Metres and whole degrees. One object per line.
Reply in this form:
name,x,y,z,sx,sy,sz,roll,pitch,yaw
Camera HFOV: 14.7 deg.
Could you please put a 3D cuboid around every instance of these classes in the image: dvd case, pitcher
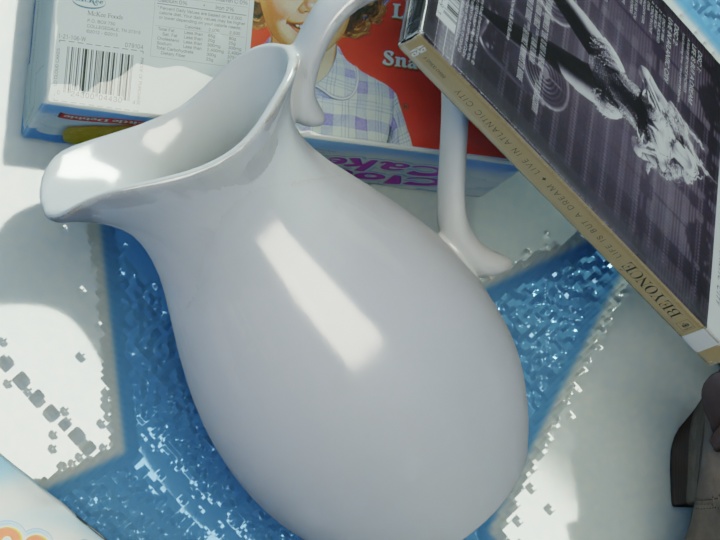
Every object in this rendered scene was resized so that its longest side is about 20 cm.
dvd case,0.089,-0.076,1.093,0.200,0.016,0.149,43,39,-30
pitcher,0.000,0.000,1.070,0.171,0.121,0.200,-36,113,-2

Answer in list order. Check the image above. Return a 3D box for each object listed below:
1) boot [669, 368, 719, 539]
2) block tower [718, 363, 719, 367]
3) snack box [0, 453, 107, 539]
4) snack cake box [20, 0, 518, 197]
boot,0.170,0.127,1.104,0.070,0.146,0.201,-10,85,-17
block tower,0.212,0.066,1.172,0.058,0.054,0.200,-36,92,-15
snack box,-0.139,0.147,1.080,0.200,0.037,0.116,39,74,-6
snack cake box,-0.031,-0.103,1.128,0.199,0.067,0.116,7,78,-13
